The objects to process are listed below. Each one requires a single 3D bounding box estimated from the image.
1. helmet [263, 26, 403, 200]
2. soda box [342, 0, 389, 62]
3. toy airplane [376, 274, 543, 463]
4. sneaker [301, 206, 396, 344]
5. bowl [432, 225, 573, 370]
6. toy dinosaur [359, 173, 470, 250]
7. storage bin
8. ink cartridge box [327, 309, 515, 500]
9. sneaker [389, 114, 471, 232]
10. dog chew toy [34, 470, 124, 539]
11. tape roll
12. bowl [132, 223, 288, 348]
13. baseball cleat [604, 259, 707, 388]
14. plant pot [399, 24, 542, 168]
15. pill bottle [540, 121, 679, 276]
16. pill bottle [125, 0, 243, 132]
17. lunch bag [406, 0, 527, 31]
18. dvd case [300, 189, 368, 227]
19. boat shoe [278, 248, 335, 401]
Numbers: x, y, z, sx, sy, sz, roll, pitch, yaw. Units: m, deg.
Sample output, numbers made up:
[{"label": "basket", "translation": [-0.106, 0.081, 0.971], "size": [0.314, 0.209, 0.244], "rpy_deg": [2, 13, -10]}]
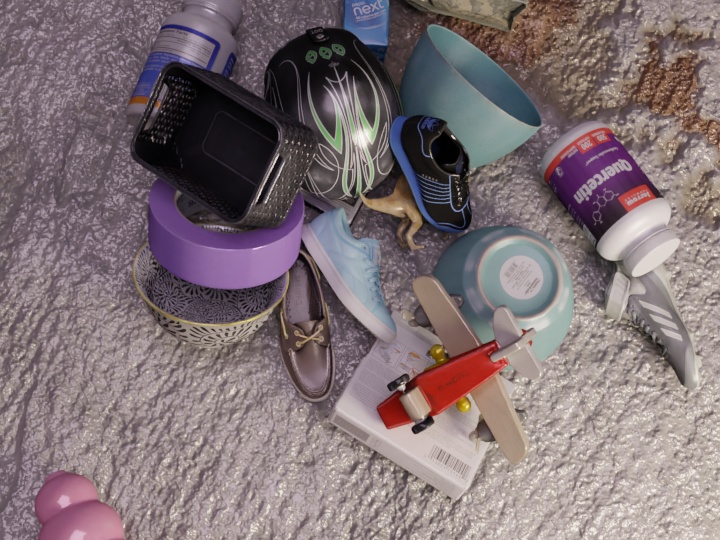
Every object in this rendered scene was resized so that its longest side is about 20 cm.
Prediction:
[{"label": "helmet", "translation": [-0.033, -0.194, 1.564], "size": [0.198, 0.201, 0.192], "rpy_deg": [-17, 64, -8]}, {"label": "soda box", "translation": [0.008, -0.398, 1.691], "size": [0.063, 0.068, 0.202], "rpy_deg": [2, 77, -4]}, {"label": "toy airplane", "translation": [0.135, 0.123, 1.512], "size": [0.197, 0.141, 0.202], "rpy_deg": [15, 92, 6]}, {"label": "sneaker", "translation": [0.000, 0.000, 1.578], "size": [0.082, 0.074, 0.201], "rpy_deg": [-38, 74, 8]}, {"label": "bowl", "translation": [0.197, 0.023, 1.586], "size": [0.198, 0.105, 0.203], "rpy_deg": [1, 75, -5]}, {"label": "toy dinosaur", "translation": [0.064, -0.081, 1.610], "size": [0.199, 0.058, 0.102], "rpy_deg": [-15, 99, -38]}, {"label": "storage bin", "translation": [-0.168, -0.153, 1.474], "size": [0.199, 0.094, 0.136], "rpy_deg": [33, 104, 25]}, {"label": "ink cartridge box", "translation": [0.083, 0.174, 1.579], "size": [0.199, 0.045, 0.177], "rpy_deg": [32, 55, 3]}, {"label": "sneaker", "translation": [0.110, -0.118, 1.544], "size": [0.077, 0.200, 0.070], "rpy_deg": [8, 57, 40]}, {"label": "dog chew toy", "translation": [-0.338, 0.340, 1.474], "size": [0.124, 0.125, 0.201], "rpy_deg": [-24, 72, -9]}, {"label": "tape roll", "translation": [-0.173, -0.065, 1.549], "size": [0.198, 0.066, 0.201], "rpy_deg": [6, 40, -5]}, {"label": "bowl", "translation": [-0.194, 0.037, 1.546], "size": [0.198, 0.095, 0.202], "rpy_deg": [6, 38, -4]}, {"label": "baseball cleat", "translation": [0.388, 0.072, 1.621], "size": [0.105, 0.070, 0.202], "rpy_deg": [-14, 69, -1]}, {"label": "plant pot", "translation": [0.126, -0.212, 1.613], "size": [0.200, 0.200, 0.135], "rpy_deg": [44, 114, 6]}, {"label": "pill bottle", "translation": [0.336, -0.094, 1.605], "size": [0.112, 0.113, 0.201], "rpy_deg": [-29, 67, -10]}, {"label": "pill bottle", "translation": [-0.231, -0.276, 1.624], "size": [0.111, 0.112, 0.202], "rpy_deg": [20, 76, 1]}, {"label": "lunch bag", "translation": [0.143, -0.447, 1.689], "size": [0.198, 0.118, 0.166], "rpy_deg": [13, 77, -6]}, {"label": "dvd case", "translation": [-0.034, -0.180, 1.661], "size": [0.149, 0.025, 0.201], "rpy_deg": [27, 77, 2]}, {"label": "boat shoe", "translation": [-0.073, 0.070, 1.582], "size": [0.071, 0.060, 0.202], "rpy_deg": [-7, 78, -6]}]
